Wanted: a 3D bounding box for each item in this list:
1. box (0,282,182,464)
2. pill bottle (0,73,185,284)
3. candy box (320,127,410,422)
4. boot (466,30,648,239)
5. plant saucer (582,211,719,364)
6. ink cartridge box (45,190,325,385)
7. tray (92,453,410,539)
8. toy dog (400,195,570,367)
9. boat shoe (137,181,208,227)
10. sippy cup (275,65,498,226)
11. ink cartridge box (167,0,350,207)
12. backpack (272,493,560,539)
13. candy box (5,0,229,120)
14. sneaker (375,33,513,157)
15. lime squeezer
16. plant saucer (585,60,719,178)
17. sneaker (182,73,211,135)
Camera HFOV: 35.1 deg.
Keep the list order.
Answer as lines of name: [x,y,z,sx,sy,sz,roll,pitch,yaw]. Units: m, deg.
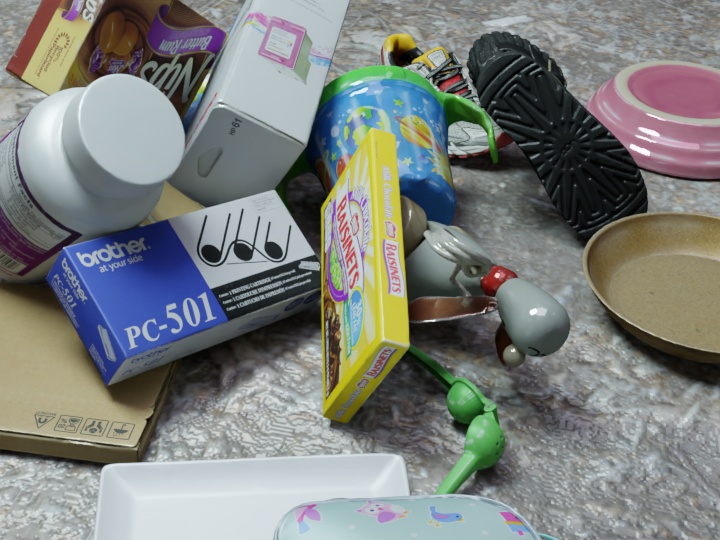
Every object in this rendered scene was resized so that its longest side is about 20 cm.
box: [-0.235,0.068,0.832,0.199,0.021,0.164,6,35,5]
pill bottle: [-0.215,-0.068,0.848,0.200,0.113,0.112,-25,9,47]
candy box: [0.000,0.000,0.835,0.026,0.102,0.201,16,47,-21]
boot: [0.180,-0.130,1.049,0.079,0.211,0.158,-36,11,12]
plant saucer: [0.279,0.019,0.929,0.199,0.036,0.201,2,34,-1]
ink cartridge box: [-0.122,0.008,0.848,0.199,0.044,0.094,-21,72,-43]
tray: [-0.065,0.162,0.711,0.199,0.022,0.108,-1,34,-6]
toy dog: [0.064,0.022,0.854,0.131,0.097,0.200,30,7,-18]
boat shoe: [-0.171,-0.045,0.951,0.199,0.077,0.072,14,35,14]
sippy cup: [0.023,-0.086,0.988,0.139,0.178,0.131,25,34,-35]
ink cartridge box: [-0.090,-0.155,1.001,0.084,0.145,0.201,26,51,-14]
backpack: [0.042,0.202,0.556,0.199,0.154,0.176,2,29,-13]
candy box: [-0.193,-0.180,0.934,0.056,0.117,0.200,30,4,17]
sneaker: [0.078,-0.177,1.153,0.078,0.083,0.200,-22,43,-33]
lime squeezer: [0.064,0.109,0.796,0.070,0.038,0.200,-25,33,15]
plant saucer: [0.336,-0.166,1.184,0.199,0.051,0.201,2,34,-2]
sneaker: [-0.166,-0.124,1.085,0.199,0.076,0.105,-13,54,-18]
